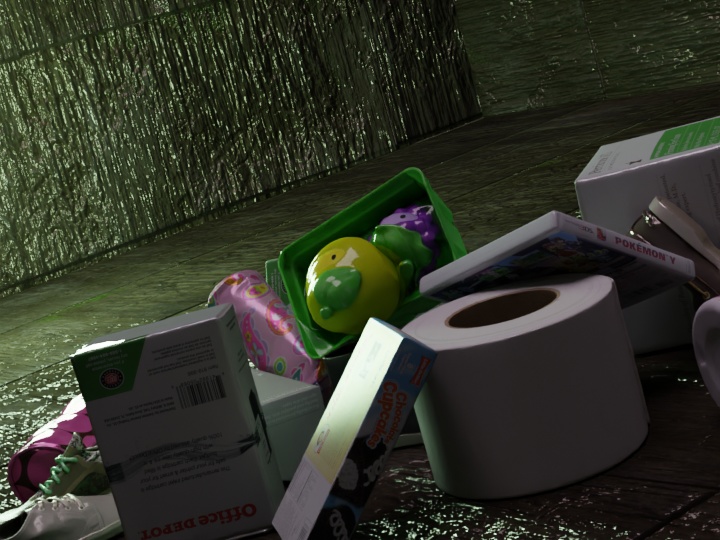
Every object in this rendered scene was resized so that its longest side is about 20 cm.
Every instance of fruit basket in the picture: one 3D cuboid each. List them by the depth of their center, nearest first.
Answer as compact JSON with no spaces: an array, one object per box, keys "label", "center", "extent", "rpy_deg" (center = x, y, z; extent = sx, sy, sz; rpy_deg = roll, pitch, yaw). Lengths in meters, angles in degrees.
[{"label":"fruit basket","center":[0.000,0.000,1.509],"extent":[0.214,0.157,0.216],"rpy_deg":[-16,-25,-8]}]

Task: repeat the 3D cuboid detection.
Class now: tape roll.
[{"label":"tape roll","center":[0.143,0.098,1.304],"extent":[0.201,0.140,0.203],"rpy_deg":[-16,10,3]}]

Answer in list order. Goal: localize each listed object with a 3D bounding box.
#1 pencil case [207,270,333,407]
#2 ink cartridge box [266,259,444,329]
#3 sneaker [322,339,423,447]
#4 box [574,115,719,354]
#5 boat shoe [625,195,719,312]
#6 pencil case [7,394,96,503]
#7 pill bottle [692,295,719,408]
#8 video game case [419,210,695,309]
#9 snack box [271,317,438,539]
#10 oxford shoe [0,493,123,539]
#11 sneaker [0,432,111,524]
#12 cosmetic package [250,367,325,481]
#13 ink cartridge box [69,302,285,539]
[{"label":"pencil case","center":[-0.090,0.087,1.632],"extent":[0.087,0.088,0.200],"rpy_deg":[-22,51,-31]},{"label":"ink cartridge box","center":[-0.005,0.049,1.690],"extent":[0.199,0.148,0.083],"rpy_deg":[-10,-11,33]},{"label":"sneaker","center":[0.062,0.110,1.454],"extent":[0.198,0.107,0.075],"rpy_deg":[-15,10,9]},{"label":"box","center":[0.345,-0.042,1.566],"extent":[0.170,0.202,0.199],"rpy_deg":[-14,11,21]},{"label":"boat shoe","center":[0.341,0.015,1.418],"extent":[0.060,0.200,0.072],"rpy_deg":[-50,-20,19]},{"label":"pencil case","center":[-0.321,0.199,1.653],"extent":[0.093,0.092,0.200],"rpy_deg":[0,15,9]},{"label":"pill bottle","center":[0.394,0.049,1.246],"extent":[0.198,0.114,0.113],"rpy_deg":[-18,10,-14]},{"label":"video game case","center":[0.186,0.007,1.407],"extent":[0.181,0.023,0.199],"rpy_deg":[17,-27,-32]},{"label":"snack box","center":[-0.007,0.142,1.217],"extent":[0.037,0.201,0.116],"rpy_deg":[26,0,-15]},{"label":"oxford shoe","center":[-0.291,0.245,1.429],"extent":[0.199,0.058,0.075],"rpy_deg":[-20,9,-32]},{"label":"sneaker","center":[-0.298,0.213,1.515],"extent":[0.199,0.089,0.077],"rpy_deg":[-21,12,-26]},{"label":"cosmetic package","center":[-0.115,0.162,1.517],"extent":[0.106,0.091,0.200],"rpy_deg":[-18,7,-26]},{"label":"ink cartridge box","center":[-0.163,0.148,1.346],"extent":[0.145,0.202,0.083],"rpy_deg":[-14,7,6]}]
